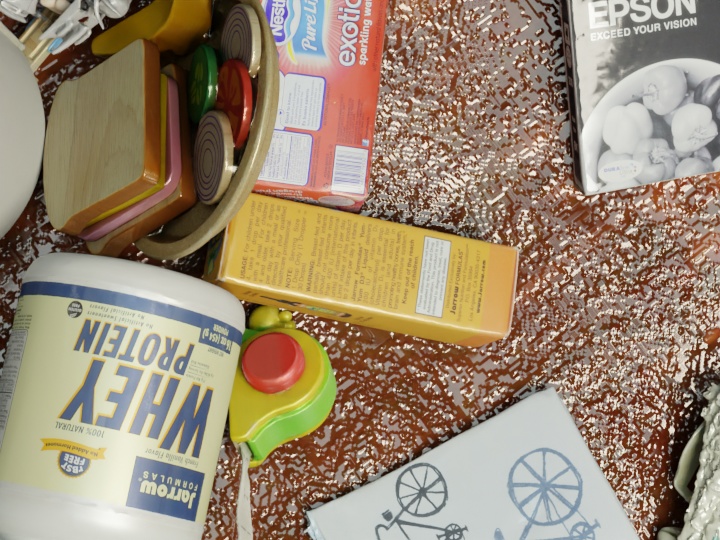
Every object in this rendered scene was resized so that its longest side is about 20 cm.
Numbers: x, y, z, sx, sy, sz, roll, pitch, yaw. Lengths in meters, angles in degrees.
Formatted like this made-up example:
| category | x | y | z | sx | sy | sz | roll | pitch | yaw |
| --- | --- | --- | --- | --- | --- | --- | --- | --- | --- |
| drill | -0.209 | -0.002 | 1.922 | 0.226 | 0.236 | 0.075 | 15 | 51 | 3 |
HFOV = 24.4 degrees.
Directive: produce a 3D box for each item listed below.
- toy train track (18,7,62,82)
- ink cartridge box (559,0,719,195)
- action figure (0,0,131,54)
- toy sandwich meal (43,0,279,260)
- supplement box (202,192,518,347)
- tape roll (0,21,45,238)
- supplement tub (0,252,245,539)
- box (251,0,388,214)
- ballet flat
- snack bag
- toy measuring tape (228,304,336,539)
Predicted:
| category | x | y | z | sx | sy | sz | roll | pitch | yaw |
| --- | --- | --- | --- | --- | --- | --- | --- | --- | --- |
| toy train track | -0.177 | -0.197 | 1.141 | 0.115 | 0.033 | 0.200 | 39 | 87 | 24 |
| ink cartridge box | 0.234 | -0.166 | 1.140 | 0.196 | 0.043 | 0.202 | -10 | 107 | -7 |
| action figure | -0.199 | -0.230 | 1.096 | 0.130 | 0.069 | 0.201 | -38 | 58 | 8 |
| toy sandwich meal | -0.129 | -0.100 | 1.059 | 0.070 | 0.204 | 0.207 | 13 | 78 | -36 |
| supplement box | 0.000 | 0.000 | 1.100 | 0.198 | 0.067 | 0.069 | 10 | 79 | -15 |
| tape roll | -0.310 | -0.097 | 1.047 | 0.201 | 0.139 | 0.205 | 0 | 85 | 2 |
| supplement tub | -0.158 | 0.102 | 1.041 | 0.144 | 0.145 | 0.202 | 12 | 80 | -4 |
| box | -0.038 | -0.141 | 1.118 | 0.099 | 0.095 | 0.202 | 7 | 81 | -6 |
| ballet flat | 0.234 | 0.166 | 1.112 | 0.071 | 0.072 | 0.202 | 16 | 97 | -3 |
| snack bag | 0.087 | 0.200 | 1.094 | 0.199 | 0.021 | 0.190 | -26 | 69 | -7 |
| toy measuring tape | -0.047 | 0.104 | 1.070 | 0.073 | 0.074 | 0.201 | -1 | 53 | -6 |
